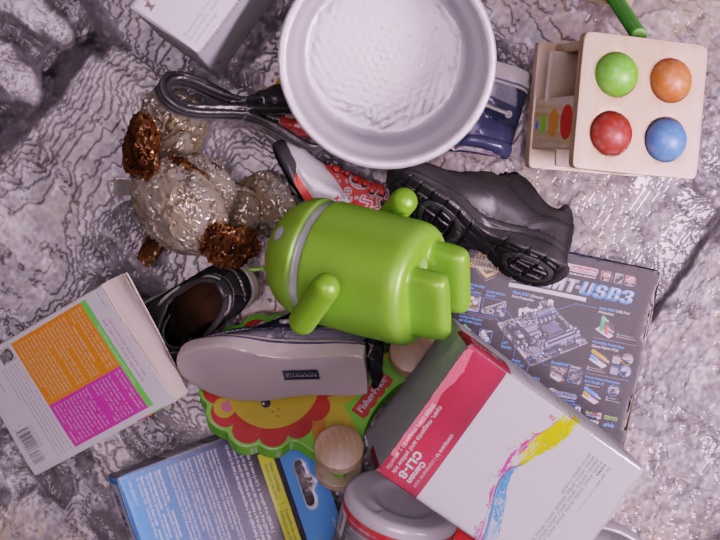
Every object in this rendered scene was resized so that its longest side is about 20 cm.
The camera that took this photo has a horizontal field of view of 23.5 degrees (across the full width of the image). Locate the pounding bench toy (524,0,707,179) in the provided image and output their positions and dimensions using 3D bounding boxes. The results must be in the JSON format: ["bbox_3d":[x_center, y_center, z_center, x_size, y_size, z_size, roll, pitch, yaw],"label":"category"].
[{"bbox_3d":[0.247,-0.192,1.647,0.124,0.156,0.200,4,92,-13],"label":"pounding bench toy"}]

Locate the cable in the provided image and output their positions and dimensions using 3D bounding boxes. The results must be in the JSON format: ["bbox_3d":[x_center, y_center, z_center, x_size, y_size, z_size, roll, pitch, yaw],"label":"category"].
[{"bbox_3d":[-0.102,-0.151,1.674,0.200,0.050,0.097,-8,72,-27],"label":"cable"}]

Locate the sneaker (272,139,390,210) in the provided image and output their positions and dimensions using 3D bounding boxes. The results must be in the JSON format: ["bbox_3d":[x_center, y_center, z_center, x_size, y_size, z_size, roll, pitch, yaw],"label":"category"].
[{"bbox_3d":[0.008,-0.070,1.712,0.108,0.067,0.202,-37,94,-1],"label":"sneaker"}]

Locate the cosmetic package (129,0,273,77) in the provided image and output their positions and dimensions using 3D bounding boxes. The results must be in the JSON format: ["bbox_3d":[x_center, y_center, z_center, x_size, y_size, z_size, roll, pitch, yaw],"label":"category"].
[{"bbox_3d":[-0.144,-0.258,1.638,0.081,0.200,0.113,35,92,-1],"label":"cosmetic package"}]

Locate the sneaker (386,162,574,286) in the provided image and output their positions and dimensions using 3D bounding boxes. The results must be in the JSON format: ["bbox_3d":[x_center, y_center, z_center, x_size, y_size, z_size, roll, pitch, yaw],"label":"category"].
[{"bbox_3d":[0.117,-0.062,1.669,0.200,0.076,0.091,28,58,-12],"label":"sneaker"}]

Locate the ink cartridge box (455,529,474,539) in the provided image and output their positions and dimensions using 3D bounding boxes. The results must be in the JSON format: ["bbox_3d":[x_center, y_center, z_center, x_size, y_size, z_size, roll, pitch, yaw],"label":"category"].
[{"bbox_3d":[0.107,0.226,1.702,0.200,0.050,0.161,-41,99,11],"label":"ink cartridge box"}]

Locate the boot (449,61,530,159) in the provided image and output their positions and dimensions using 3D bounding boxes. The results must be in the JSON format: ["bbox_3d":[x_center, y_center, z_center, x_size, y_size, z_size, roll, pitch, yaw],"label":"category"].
[{"bbox_3d":[0.063,-0.172,1.702,0.200,0.073,0.091,13,86,-1],"label":"boot"}]

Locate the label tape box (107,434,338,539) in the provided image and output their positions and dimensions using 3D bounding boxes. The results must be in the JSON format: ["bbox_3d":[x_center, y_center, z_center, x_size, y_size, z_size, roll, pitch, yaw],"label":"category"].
[{"bbox_3d":[-0.132,0.237,1.717,0.200,0.066,0.144,-19,92,-20],"label":"label tape box"}]

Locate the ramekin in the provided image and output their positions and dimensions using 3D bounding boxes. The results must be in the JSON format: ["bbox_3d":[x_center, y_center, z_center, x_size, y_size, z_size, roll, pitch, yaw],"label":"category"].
[{"bbox_3d":[0.024,-0.200,1.620,0.200,0.098,0.201,0,100,0],"label":"ramekin"}]

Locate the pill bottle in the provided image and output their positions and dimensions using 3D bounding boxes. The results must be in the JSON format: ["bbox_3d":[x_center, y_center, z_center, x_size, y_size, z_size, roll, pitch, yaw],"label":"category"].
[{"bbox_3d":[0.019,0.304,1.677,0.114,0.114,0.200,14,113,0],"label":"pill bottle"}]

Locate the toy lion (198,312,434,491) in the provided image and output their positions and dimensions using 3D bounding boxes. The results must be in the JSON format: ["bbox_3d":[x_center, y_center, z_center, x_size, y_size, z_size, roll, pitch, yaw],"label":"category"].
[{"bbox_3d":[-0.051,0.106,1.701,0.192,0.069,0.200,35,69,13],"label":"toy lion"}]

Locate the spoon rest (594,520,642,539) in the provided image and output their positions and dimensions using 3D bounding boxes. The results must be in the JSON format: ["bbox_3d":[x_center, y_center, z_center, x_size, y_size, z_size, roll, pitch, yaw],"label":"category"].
[{"bbox_3d":[0.282,0.287,1.717,0.200,0.061,0.100,1,131,-1],"label":"spoon rest"}]

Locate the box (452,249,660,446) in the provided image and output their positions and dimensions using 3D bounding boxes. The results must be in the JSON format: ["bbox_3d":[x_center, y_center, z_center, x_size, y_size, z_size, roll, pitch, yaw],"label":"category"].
[{"bbox_3d":[0.181,0.076,1.723,0.200,0.050,0.199,11,92,1],"label":"box"}]

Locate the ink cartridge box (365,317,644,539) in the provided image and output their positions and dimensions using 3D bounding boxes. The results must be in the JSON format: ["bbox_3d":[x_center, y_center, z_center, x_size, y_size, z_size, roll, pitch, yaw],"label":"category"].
[{"bbox_3d":[0.128,0.167,1.582,0.200,0.145,0.145,35,93,-7],"label":"ink cartridge box"}]

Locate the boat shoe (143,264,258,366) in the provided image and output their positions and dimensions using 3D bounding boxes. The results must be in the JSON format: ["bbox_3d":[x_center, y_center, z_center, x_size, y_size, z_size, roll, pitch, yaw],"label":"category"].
[{"bbox_3d":[-0.190,0.059,1.695,0.200,0.068,0.072,-36,95,26],"label":"boat shoe"}]

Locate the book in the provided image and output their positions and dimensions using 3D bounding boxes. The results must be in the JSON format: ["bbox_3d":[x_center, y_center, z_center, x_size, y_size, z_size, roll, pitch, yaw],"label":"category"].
[{"bbox_3d":[-0.277,0.105,1.689,0.200,0.048,0.134,-28,93,30],"label":"book"}]

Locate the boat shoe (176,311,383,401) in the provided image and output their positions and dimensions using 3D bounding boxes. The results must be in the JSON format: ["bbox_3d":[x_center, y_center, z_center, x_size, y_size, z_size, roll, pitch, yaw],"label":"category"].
[{"bbox_3d":[-0.071,0.070,1.663,0.200,0.093,0.075,3,131,9],"label":"boat shoe"}]

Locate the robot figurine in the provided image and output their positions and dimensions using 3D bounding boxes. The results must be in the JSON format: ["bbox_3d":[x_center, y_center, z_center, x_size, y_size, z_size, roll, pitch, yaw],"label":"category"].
[{"bbox_3d":[0.000,0.000,1.590,0.200,0.176,0.116,15,133,25],"label":"robot figurine"}]

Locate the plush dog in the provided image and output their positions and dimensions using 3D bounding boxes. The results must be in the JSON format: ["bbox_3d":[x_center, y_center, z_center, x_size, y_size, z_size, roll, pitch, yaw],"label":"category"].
[{"bbox_3d":[-0.170,-0.067,1.659,0.200,0.172,0.160,43,92,-2],"label":"plush dog"}]
